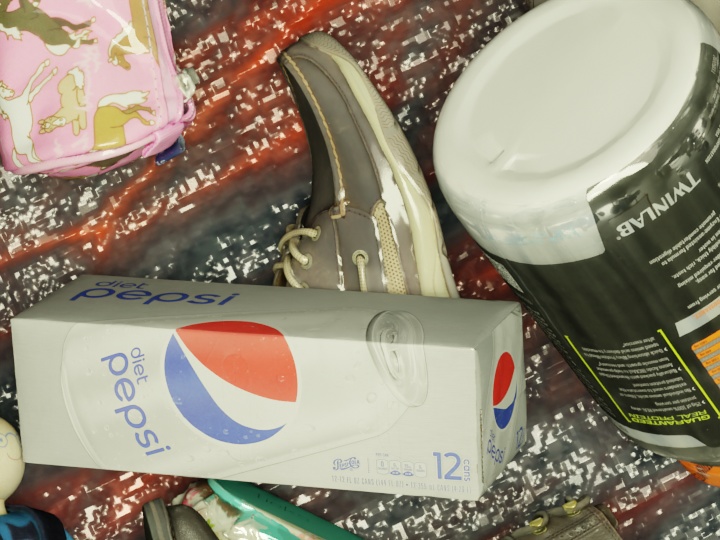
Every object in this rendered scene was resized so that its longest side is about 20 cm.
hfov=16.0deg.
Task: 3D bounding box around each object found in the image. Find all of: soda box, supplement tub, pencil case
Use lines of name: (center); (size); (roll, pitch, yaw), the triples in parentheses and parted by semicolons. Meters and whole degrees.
soda box: (-0.037, 0.045, 1.025); (0.198, 0.068, 0.064); (4, 107, 20)
supplement tub: (0.124, -0.008, 1.016); (0.122, 0.122, 0.200); (-42, 129, -4)
pencil case: (-0.123, -0.140, 1.058); (0.086, 0.083, 0.202); (-11, 89, -19)

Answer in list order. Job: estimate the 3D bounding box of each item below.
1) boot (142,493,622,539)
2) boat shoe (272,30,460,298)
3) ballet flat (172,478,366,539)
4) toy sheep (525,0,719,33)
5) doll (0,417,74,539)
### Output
boot: (0.025, 0.137, 1.003); (0.173, 0.069, 0.200); (-29, 61, -19)
boat shoe: (0.000, 0.000, 1.068); (0.073, 0.074, 0.201); (-21, 89, -4)
ballet flat: (0.007, 0.150, 1.071); (0.199, 0.076, 0.064); (25, 97, 6)
toy sheep: (0.134, -0.136, 1.057); (0.198, 0.138, 0.139); (-1, 89, 10)
doll: (-0.132, 0.154, 1.034); (0.048, 0.136, 0.201); (-29, 75, 34)
